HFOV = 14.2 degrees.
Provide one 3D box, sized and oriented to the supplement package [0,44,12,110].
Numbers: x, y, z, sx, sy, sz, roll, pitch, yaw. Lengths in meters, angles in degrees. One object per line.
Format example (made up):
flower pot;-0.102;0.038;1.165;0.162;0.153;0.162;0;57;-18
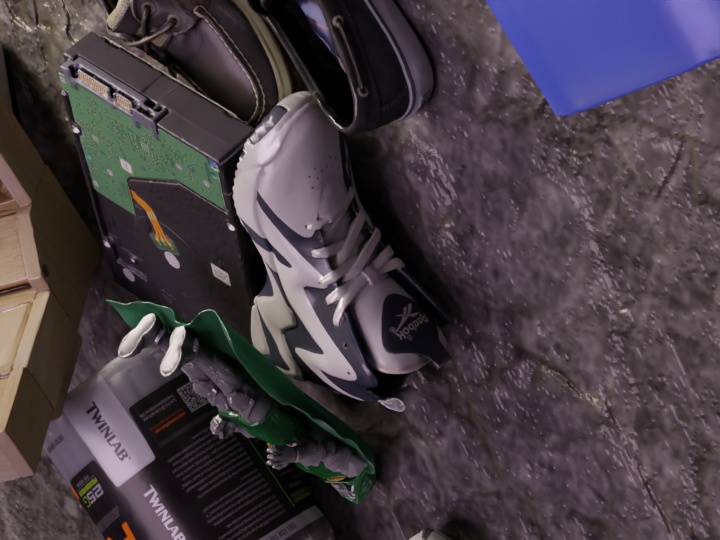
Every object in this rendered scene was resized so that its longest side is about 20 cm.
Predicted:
supplement package;-0.297;-0.051;1.883;0.117;0.117;0.200;21;127;41

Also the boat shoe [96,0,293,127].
boat shoe;-0.120;-0.155;1.661;0.201;0.066;0.072;52;141;10

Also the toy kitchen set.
toy kitchen set;-0.283;0.013;1.741;0.163;0.200;0.180;-14;128;21

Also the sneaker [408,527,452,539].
sneaker;0.037;0.245;1.727;0.074;0.087;0.200;29;131;38

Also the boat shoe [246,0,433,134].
boat shoe;-0.037;-0.162;1.572;0.200;0.057;0.069;54;142;8

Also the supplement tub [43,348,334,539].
supplement tub;-0.099;0.145;1.784;0.200;0.123;0.123;55;142;7

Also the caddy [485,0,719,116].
caddy;0.140;-0.153;1.316;0.200;0.141;0.105;-19;104;51

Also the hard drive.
hard drive;-0.104;-0.036;1.702;0.140;0.038;0.200;31;151;31

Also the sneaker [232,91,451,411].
sneaker;0.000;0.000;1.617;0.130;0.079;0.199;30;134;30

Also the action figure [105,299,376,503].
action figure;-0.054;0.084;1.683;0.200;0.055;0.118;37;170;-39
